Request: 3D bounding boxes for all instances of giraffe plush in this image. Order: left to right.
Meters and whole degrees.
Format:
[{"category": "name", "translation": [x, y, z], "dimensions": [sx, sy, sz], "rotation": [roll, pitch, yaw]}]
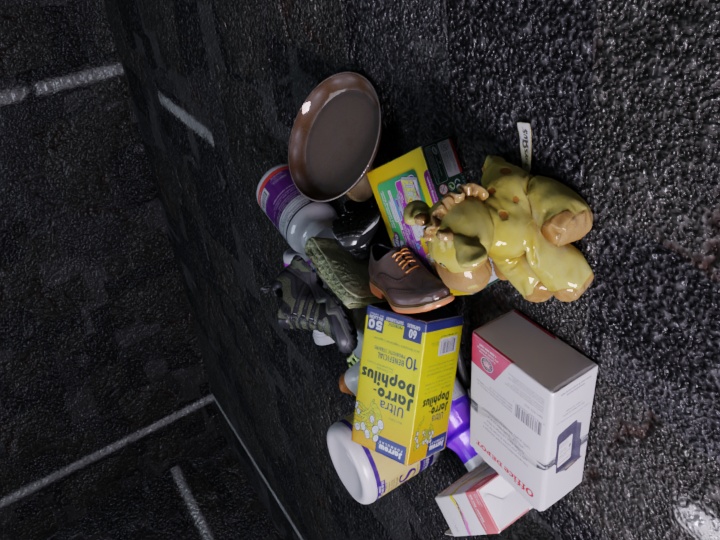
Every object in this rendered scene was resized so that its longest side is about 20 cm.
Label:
[{"category": "giraffe plush", "translation": [0.143, -0.041, 0.724], "dimensions": [0.171, 0.159, 0.206], "rotation": [0, 111, 64]}]

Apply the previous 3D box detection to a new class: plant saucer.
[{"category": "plant saucer", "translation": [-0.036, -0.204, 1.016], "dimensions": [0.196, 0.032, 0.207], "rotation": [-12, 72, 40]}]

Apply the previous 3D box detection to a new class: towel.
[{"category": "towel", "translation": [0.000, 0.000, 1.080], "dimensions": [0.200, 0.144, 0.037], "rotation": [49, 131, 49]}]

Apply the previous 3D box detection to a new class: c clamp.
[{"category": "c clamp", "translation": [0.145, 0.130, 1.037], "dimensions": [0.170, 0.026, 0.206], "rotation": [9, 120, 68]}]

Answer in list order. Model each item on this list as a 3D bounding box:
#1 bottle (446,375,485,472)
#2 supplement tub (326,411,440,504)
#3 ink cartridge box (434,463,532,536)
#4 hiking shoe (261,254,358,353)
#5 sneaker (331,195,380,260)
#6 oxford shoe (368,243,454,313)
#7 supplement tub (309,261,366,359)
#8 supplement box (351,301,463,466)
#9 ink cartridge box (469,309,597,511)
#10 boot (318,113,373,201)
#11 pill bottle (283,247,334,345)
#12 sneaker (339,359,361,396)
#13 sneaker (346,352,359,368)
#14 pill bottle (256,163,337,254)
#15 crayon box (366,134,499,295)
[{"category": "bottle", "translation": [0.135, 0.210, 1.014], "dimensions": [0.203, 0.064, 0.084], "rotation": [59, 156, 22]}, {"category": "supplement tub", "translation": [0.054, 0.298, 1.151], "dimensions": [0.146, 0.196, 0.148], "rotation": [45, 148, 39]}, {"category": "ink cartridge box", "translation": [0.192, 0.345, 1.001], "dimensions": [0.069, 0.114, 0.201], "rotation": [59, 154, 12]}, {"category": "hiking shoe", "translation": [-0.080, 0.073, 1.054], "dimensions": [0.201, 0.100, 0.076], "rotation": [49, 178, 35]}, {"category": "sneaker", "translation": [0.006, -0.053, 1.033], "dimensions": [0.201, 0.073, 0.090], "rotation": [-68, -32, -69]}, {"category": "oxford shoe", "translation": [0.061, 0.008, 0.915], "dimensions": [0.199, 0.070, 0.075], "rotation": [20, 126, 60]}, {"category": "supplement tub", "translation": [-0.006, 0.061, 1.151], "dimensions": [0.199, 0.130, 0.135], "rotation": [40, 145, 41]}, {"category": "supplement box", "translation": [0.068, 0.157, 0.948], "dimensions": [0.107, 0.108, 0.207], "rotation": [13, 100, 37]}, {"category": "ink cartridge box", "translation": [0.217, 0.181, 0.848], "dimensions": [0.144, 0.083, 0.205], "rotation": [38, 141, 48]}, {"category": "boot", "translation": [-0.038, -0.170, 1.121], "dimensions": [0.145, 0.069, 0.205], "rotation": [110, 139, -60]}, {"category": "pill bottle", "translation": [-0.088, 0.046, 1.354], "dimensions": [0.103, 0.102, 0.206], "rotation": [14, 123, 60]}, {"category": "sneaker", "translation": [0.046, 0.187, 1.093], "dimensions": [0.084, 0.197, 0.075], "rotation": [-31, 54, 39]}, {"category": "sneaker", "translation": [0.016, 0.164, 1.269], "dimensions": [0.075, 0.075, 0.205], "rotation": [46, 145, 42]}, {"category": "pill bottle", "translation": [-0.116, -0.112, 1.272], "dimensions": [0.201, 0.110, 0.114], "rotation": [49, 150, 35]}, {"category": "crayon box", "translation": [0.098, -0.067, 0.925], "dimensions": [0.172, 0.057, 0.205], "rotation": [-8, 104, 67]}]
